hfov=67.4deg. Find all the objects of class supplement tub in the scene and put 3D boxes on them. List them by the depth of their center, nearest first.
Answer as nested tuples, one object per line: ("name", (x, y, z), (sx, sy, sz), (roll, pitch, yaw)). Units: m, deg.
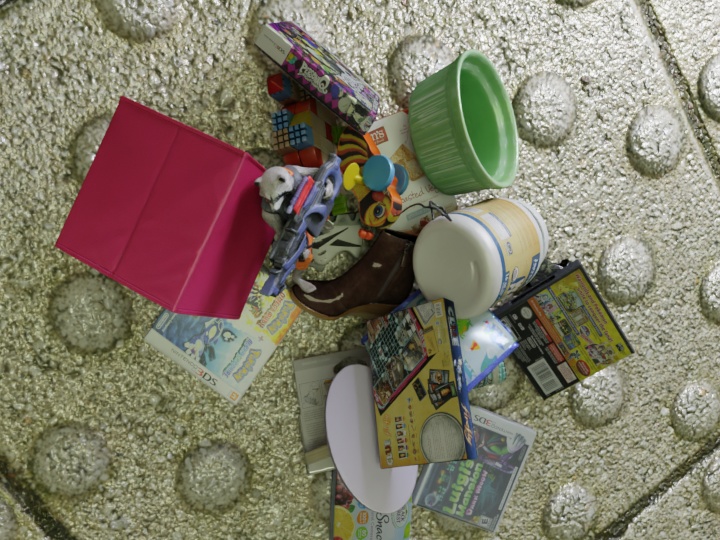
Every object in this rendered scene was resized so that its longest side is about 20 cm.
("supplement tub", (0.185, -0.027, 0.808), (0.197, 0.142, 0.150), (-22, 103, -44))

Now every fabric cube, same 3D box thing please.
("fabric cube", (-0.236, -0.071, 0.724), (0.195, 0.196, 0.205), (24, 89, 12))

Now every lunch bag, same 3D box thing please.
("lunch bag", (0.125, 0.119, 0.854), (0.199, 0.128, 0.171), (-40, 75, -4))

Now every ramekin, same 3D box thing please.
("ramekin", (0.157, -0.214, 0.820), (0.197, 0.096, 0.207), (16, 69, -48))

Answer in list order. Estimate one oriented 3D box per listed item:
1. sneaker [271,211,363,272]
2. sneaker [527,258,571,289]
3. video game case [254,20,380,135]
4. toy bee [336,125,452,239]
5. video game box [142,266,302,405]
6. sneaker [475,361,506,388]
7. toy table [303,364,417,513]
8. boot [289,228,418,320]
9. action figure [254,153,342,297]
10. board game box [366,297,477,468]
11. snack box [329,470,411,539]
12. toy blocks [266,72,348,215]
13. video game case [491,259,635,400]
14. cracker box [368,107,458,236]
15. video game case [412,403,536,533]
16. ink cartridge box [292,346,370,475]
("sneaker", (-0.088, -0.040, 0.851), (0.193, 0.074, 0.092), (-5, 96, -9))
("sneaker", (0.361, 0.031, 0.951), (0.193, 0.060, 0.108), (13, 99, -8))
("video game case", (-0.050, -0.281, 0.769), (0.179, 0.201, 0.036), (37, 112, -12))
("toy bee", (0.018, -0.105, 0.751), (0.129, 0.202, 0.109), (26, 113, -42))
("video game box", (-0.212, 0.078, 0.858), (0.180, 0.047, 0.202), (37, 89, -14))
("sneaker", (0.183, 0.112, 0.920), (0.084, 0.078, 0.206), (-22, 100, -3))
("toy table", (0.005, 0.253, 0.812), (0.177, 0.118, 0.207), (-5, 72, -12))
("boot", (0.000, 0.000, 0.845), (0.194, 0.073, 0.169), (11, 124, -24))
("action figure", (-0.096, -0.052, 0.704), (0.102, 0.195, 0.203), (19, 64, 20))
("board game box", (0.078, 0.155, 0.735), (0.034, 0.133, 0.207), (19, 60, -51))
("snack box", (0.018, 0.410, 0.934), (0.137, 0.053, 0.208), (1, 95, -12))
("toy blocks", (-0.078, -0.189, 0.778), (0.097, 0.136, 0.208), (-10, 84, 20))
("video game case", (0.345, 0.109, 0.932), (0.178, 0.026, 0.202), (-33, 107, 19))
("cracker box", (0.072, -0.149, 0.877), (0.130, 0.058, 0.206), (-22, 100, -8))
("video game case", (0.207, 0.355, 0.979), (0.177, 0.023, 0.205), (22, 92, -12))
("ink cartridge box", (-0.009, 0.226, 0.904), (0.193, 0.045, 0.182), (-8, 72, -14))
